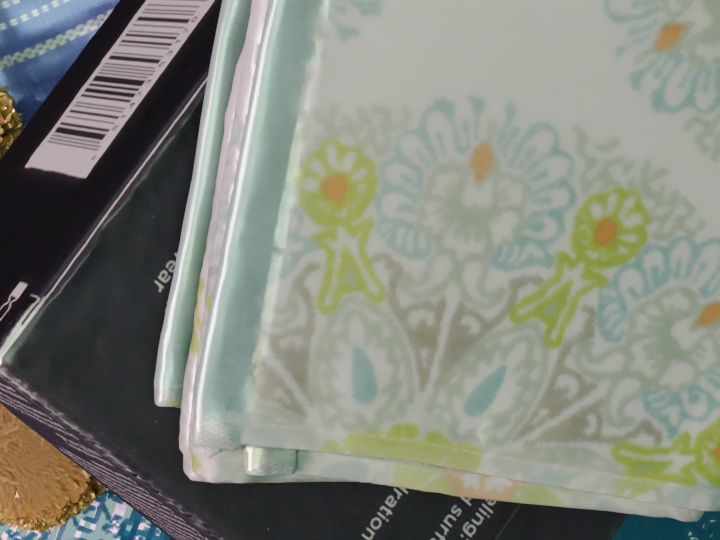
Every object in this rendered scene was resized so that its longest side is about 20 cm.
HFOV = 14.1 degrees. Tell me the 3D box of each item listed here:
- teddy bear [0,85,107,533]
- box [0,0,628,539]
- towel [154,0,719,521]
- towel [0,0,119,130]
[{"bbox_3d":[-0.136,-0.013,0.955,0.200,0.067,0.145,43,102,-4],"label":"teddy bear"},{"bbox_3d":[0.000,0.000,0.891,0.200,0.117,0.197,41,79,-23],"label":"box"},{"bbox_3d":[0.041,-0.031,0.799,0.170,0.048,0.201,7,103,-19],"label":"towel"},{"bbox_3d":[-0.096,-0.157,0.968,0.144,0.024,0.201,-26,95,0],"label":"towel"}]
